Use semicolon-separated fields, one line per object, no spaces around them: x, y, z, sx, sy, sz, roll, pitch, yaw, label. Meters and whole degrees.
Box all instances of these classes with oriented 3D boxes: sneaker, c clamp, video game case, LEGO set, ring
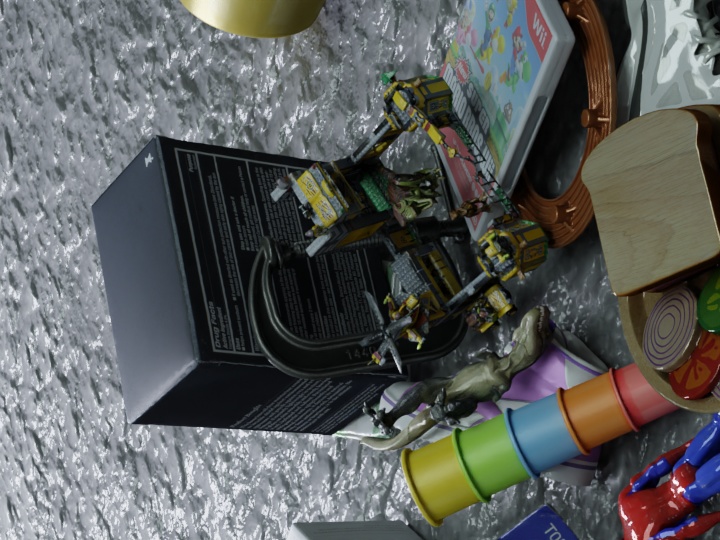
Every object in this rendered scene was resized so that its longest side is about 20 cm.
0.236;-0.162;1.285;0.115;0.076;0.201;19;109;42;sneaker
0.000;0.000;1.465;0.027;0.199;0.171;123;129;-62;c clamp
0.100;-0.141;1.421;0.200;0.017;0.143;110;152;-43;video game case
0.028;-0.037;1.387;0.154;0.116;0.201;-33;81;42;LEGO set
0.133;-0.116;1.384;0.200;0.019;0.201;180;90;-71;ring
0.103;0.083;1.418;0.200;0.073;0.115;12;92;40;sneaker

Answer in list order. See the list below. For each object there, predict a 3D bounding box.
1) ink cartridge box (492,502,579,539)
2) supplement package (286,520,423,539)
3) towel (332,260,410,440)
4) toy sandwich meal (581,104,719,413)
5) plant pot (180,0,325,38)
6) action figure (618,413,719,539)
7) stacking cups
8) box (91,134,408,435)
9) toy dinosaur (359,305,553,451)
0.109;0.291;1.288;0.200;0.041;0.200;-41;87;21;ink cartridge box
0.027;0.289;1.447;0.200;0.117;0.118;38;114;47;supplement package
-0.023;0.064;1.609;0.200;0.031;0.150;2;85;53;towel
0.212;-0.010;1.220;0.205;0.070;0.206;-17;70;55;toy sandwich meal
-0.077;-0.308;1.597;0.201;0.200;0.189;55;143;39;plant pot
0.228;0.135;1.268;0.200;0.052;0.066;-52;45;33;action figure
0.126;0.110;1.313;0.200;0.060;0.061;-27;62;16;stacking cups
-0.092;0.015;1.519;0.123;0.198;0.201;-39;54;43;box
0.055;0.094;1.358;0.200;0.088;0.048;-34;80;31;toy dinosaur
